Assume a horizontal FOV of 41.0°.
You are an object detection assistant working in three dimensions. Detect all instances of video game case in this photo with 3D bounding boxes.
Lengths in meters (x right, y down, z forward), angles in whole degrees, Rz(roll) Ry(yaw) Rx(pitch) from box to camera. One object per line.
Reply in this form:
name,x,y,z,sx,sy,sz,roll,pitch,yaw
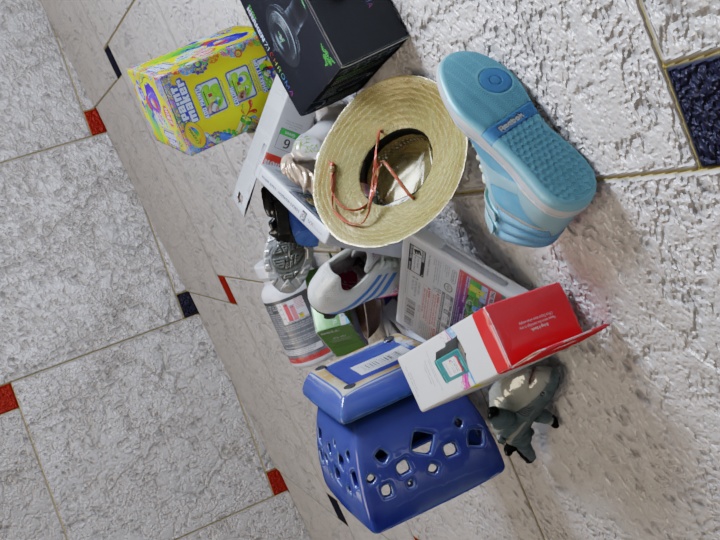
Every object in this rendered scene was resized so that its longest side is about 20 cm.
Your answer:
video game case,0.124,0.049,1.144,0.182,0.023,0.200,32,151,19
video game case,-0.009,-0.069,1.200,0.182,0.199,0.023,44,115,44

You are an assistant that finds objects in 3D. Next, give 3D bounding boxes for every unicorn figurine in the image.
unicorn figurine,-0.026,-0.167,1.195,0.137,0.200,0.074,25,130,26

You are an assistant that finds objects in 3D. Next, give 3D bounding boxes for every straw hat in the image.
straw hat,0.049,-0.110,1.078,0.085,0.201,0.201,21,-155,-54

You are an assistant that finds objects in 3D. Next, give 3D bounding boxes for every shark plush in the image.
shark plush,0.197,0.183,1.143,0.091,0.083,0.201,-80,-17,-51

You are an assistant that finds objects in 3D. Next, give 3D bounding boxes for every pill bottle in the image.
pill bottle,-0.110,0.064,1.742,0.201,0.115,0.116,66,161,-12

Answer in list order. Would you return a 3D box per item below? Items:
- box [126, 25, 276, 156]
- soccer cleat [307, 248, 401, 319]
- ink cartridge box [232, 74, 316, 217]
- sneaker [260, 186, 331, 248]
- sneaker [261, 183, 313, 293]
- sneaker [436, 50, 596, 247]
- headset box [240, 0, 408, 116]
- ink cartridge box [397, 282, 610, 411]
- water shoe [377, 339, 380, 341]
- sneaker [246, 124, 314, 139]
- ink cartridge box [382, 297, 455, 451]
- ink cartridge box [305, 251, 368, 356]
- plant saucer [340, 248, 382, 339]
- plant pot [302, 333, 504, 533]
box,-0.219,-0.273,1.441,0.200,0.192,0.123,27,141,59
soccer cleat,0.021,-0.005,1.194,0.070,0.199,0.087,46,139,21
ink cartridge box,-0.113,-0.171,1.315,0.201,0.050,0.109,-69,21,11
sneaker,-0.083,-0.118,1.357,0.077,0.110,0.201,-97,13,-48
sneaker,-0.109,-0.067,1.478,0.099,0.077,0.201,-96,6,-82
sneaker,0.130,-0.104,0.918,0.200,0.079,0.131,56,160,21
headset box,-0.047,-0.296,1.103,0.175,0.092,0.200,63,161,-2
ink cartridge box,0.144,0.074,0.994,0.200,0.116,0.068,-37,73,50
water shoe,0.021,0.191,1.623,0.072,0.079,0.200,53,159,26
sneaker,-0.102,-0.191,1.458,0.081,0.076,0.200,56,169,-25
ink cartridge box,0.087,0.147,1.446,0.200,0.040,0.200,37,149,53
ink cartridge box,-0.042,0.056,1.500,0.200,0.059,0.104,59,-163,-68
plant saucer,0.000,0.000,1.412,0.200,0.032,0.201,168,90,-85
plant pot,0.043,0.198,1.270,0.200,0.199,0.181,17,127,70
